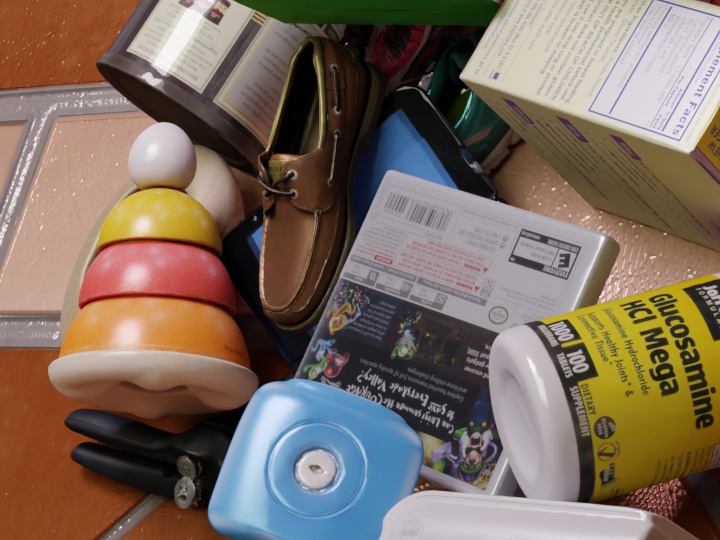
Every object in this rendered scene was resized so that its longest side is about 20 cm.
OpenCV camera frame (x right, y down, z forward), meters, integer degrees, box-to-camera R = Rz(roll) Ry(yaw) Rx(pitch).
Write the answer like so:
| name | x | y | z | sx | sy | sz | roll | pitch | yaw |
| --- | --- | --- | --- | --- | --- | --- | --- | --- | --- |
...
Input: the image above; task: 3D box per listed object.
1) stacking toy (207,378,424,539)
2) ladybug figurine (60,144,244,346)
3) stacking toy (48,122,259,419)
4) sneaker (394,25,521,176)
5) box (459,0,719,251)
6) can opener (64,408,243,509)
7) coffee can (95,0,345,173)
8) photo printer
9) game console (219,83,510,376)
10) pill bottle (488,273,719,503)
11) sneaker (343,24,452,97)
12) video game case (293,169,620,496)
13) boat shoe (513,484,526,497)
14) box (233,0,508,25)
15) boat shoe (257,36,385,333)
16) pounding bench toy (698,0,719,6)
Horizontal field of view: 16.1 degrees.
| name | x | y | z | sx | sy | sz | roll | pitch | yaw |
| --- | --- | --- | --- | --- | --- | --- | --- | --- | --- |
| stacking toy | -0.021 | 0.156 | 1.622 | 0.115 | 0.200 | 0.110 | 19 | 70 | 10 |
| ladybug figurine | -0.148 | 0.005 | 1.890 | 0.135 | 0.072 | 0.201 | 16 | 73 | 42 |
| stacking toy | -0.139 | -0.004 | 1.777 | 0.145 | 0.146 | 0.201 | -8 | 72 | 34 |
| sneaker | 0.100 | -0.144 | 1.787 | 0.200 | 0.080 | 0.077 | -52 | 45 | -3 |
| box | 0.197 | -0.096 | 1.612 | 0.200 | 0.176 | 0.097 | 24 | 79 | 45 |
| can opener | -0.141 | 0.136 | 1.821 | 0.199 | 0.078 | 0.064 | 2 | 103 | 42 |
| coffee can | -0.084 | -0.196 | 1.918 | 0.146 | 0.146 | 0.201 | 26 | 79 | 45 |
| photo printer | 0.118 | 0.186 | 1.498 | 0.199 | 0.166 | 0.070 | 1 | 66 | 39 |
| game console | 0.000 | 0.000 | 1.724 | 0.200 | 0.118 | 0.171 | -41 | 18 | 19 |
| pill bottle | 0.185 | 0.066 | 1.513 | 0.199 | 0.113 | 0.113 | -15 | 46 | -13 |
| sneaker | 0.021 | -0.145 | 1.821 | 0.081 | 0.074 | 0.200 | 53 | 139 | 19 |
| video game case | 0.054 | 0.040 | 1.631 | 0.199 | 0.023 | 0.183 | 19 | 82 | 43 |
| boat shoe | 0.093 | 0.098 | 1.655 | 0.062 | 0.072 | 0.201 | -34 | 35 | 34 |
| box | 0.020 | -0.259 | 1.691 | 0.199 | 0.097 | 0.178 | 2 | 83 | 28 |
| boat shoe | -0.042 | -0.061 | 1.729 | 0.072 | 0.068 | 0.201 | -3 | 69 | 38 |
| pounding bench toy | 0.240 | -0.233 | 1.703 | 0.156 | 0.124 | 0.201 | 17 | 74 | 43 |
